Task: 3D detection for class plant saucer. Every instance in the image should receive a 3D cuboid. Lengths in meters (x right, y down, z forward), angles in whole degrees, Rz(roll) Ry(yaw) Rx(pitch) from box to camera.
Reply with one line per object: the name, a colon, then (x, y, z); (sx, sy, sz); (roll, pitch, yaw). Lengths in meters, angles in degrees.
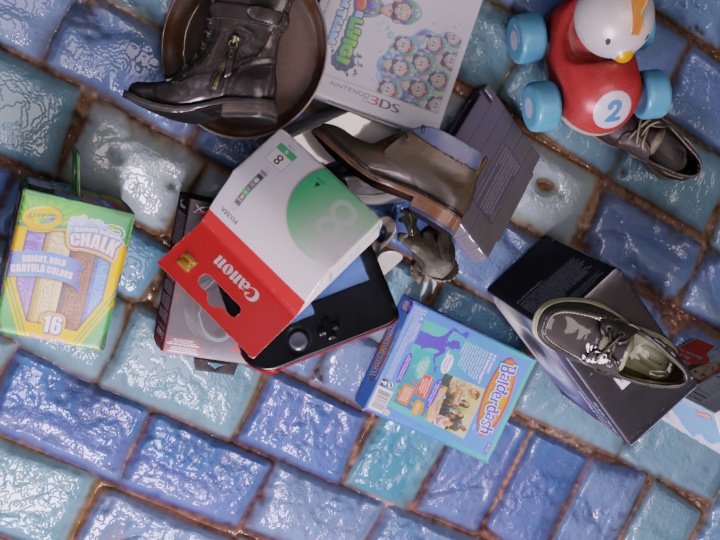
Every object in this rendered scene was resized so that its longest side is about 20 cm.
plant saucer: (-0.128, -0.250, 1.295); (0.197, 0.032, 0.204); (1, 93, 14)

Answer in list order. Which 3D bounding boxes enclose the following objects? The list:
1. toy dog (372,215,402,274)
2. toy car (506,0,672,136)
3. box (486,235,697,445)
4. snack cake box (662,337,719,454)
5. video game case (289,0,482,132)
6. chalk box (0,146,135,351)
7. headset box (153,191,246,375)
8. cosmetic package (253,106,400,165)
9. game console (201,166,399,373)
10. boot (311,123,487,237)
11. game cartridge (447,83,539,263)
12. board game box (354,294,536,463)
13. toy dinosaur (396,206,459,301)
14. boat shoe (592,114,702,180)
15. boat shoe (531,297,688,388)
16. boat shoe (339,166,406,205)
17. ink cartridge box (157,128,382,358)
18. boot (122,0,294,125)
toy dog: (0.000, 0.000, 1.352); (0.199, 0.096, 0.134); (11, 101, -53)
toy car: (0.296, -0.272, 1.364); (0.181, 0.200, 0.180); (-8, 78, -12)
box: (0.287, 0.085, 1.452); (0.123, 0.198, 0.201); (-40, 110, -3)
snack cake box: (0.465, 0.164, 1.527); (0.114, 0.200, 0.068); (-25, 108, -12)
video game case: (0.034, -0.272, 1.329); (0.179, 0.024, 0.203); (19, 78, 2)
chalk box: (-0.324, -0.032, 1.265); (0.122, 0.124, 0.203); (14, 98, -20)
headset box: (-0.156, 0.022, 1.357); (0.146, 0.077, 0.204); (10, 96, -20)
cosmetic package: (-0.023, -0.168, 1.361); (0.198, 0.082, 0.051); (-26, 105, -13)
game console: (-0.070, -0.001, 1.259); (0.174, 0.031, 0.203); (-22, 70, -1)
boot: (0.046, -0.131, 1.289); (0.199, 0.075, 0.098); (34, 88, 5)
game cartridge: (0.146, -0.118, 1.401); (0.130, 0.038, 0.201); (53, 47, -24)
board game box: (0.111, 0.142, 1.487); (0.198, 0.045, 0.154); (26, 91, -21)
toy dinosaur: (0.086, -0.030, 1.370); (0.076, 0.200, 0.104); (-25, 86, 0)
boat shoe: (0.370, -0.181, 1.494); (0.198, 0.073, 0.075); (25, 92, -21)
boat shoe: (0.292, 0.085, 1.313); (0.198, 0.066, 0.073); (20, 98, -20)
boat shoe: (0.027, -0.115, 1.396); (0.199, 0.074, 0.066); (-7, 97, -21)
ink cartridge box: (-0.099, -0.033, 1.236); (0.161, 0.050, 0.200); (42, 73, 16)
boot: (-0.160, -0.253, 1.262); (0.196, 0.069, 0.178); (5, 88, 12)
